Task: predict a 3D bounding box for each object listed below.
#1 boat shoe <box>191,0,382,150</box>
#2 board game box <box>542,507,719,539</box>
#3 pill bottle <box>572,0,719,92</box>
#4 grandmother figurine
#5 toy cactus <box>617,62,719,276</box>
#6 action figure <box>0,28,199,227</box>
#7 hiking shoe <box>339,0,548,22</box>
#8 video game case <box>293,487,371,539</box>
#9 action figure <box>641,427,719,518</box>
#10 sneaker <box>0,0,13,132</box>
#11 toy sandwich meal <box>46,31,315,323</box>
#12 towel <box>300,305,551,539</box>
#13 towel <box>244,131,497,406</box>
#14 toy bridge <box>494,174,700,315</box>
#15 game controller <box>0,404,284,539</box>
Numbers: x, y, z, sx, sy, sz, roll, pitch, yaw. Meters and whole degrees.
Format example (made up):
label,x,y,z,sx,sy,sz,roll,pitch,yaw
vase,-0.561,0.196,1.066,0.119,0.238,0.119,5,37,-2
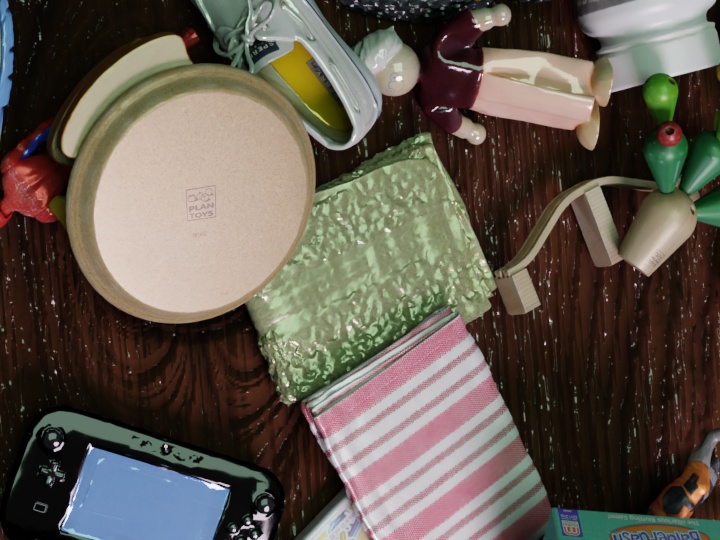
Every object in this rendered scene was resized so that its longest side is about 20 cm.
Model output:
label,x,y,z,sx,sy,sz,roll,pitch,yaw
boat shoe,-0.069,-0.162,1.317,0.074,0.086,0.202,-35,103,27
board game box,0.192,0.264,1.367,0.150,0.045,0.201,5,128,-9
pill bottle,0.212,-0.246,1.424,0.113,0.114,0.202,-14,94,-20
grandmother figurine,0.087,-0.145,1.386,0.198,0.061,0.122,7,118,-7
toy cactus,0.265,-0.066,1.419,0.166,0.102,0.200,-54,141,2
action figure,-0.186,-0.091,1.304,0.199,0.052,0.066,-37,96,-13
hiking shoe,0.076,-0.239,1.382,0.198,0.074,0.088,-8,84,0
video game case,0.008,0.269,1.386,0.200,0.023,0.182,-44,104,-16
action figure,0.238,0.237,1.456,0.192,0.105,0.201,-31,125,-12
sneaker,-0.284,-0.121,1.254,0.082,0.071,0.202,9,89,-27
toy sandwich meal,-0.127,-0.061,1.276,0.203,0.070,0.207,-11,116,-24
towel,0.054,0.147,1.378,0.146,0.030,0.201,-32,106,-21
towel,0.000,0.000,1.380,0.199,0.036,0.150,-27,100,-20
toy bridge,0.186,-0.037,1.447,0.199,0.027,0.068,-27,99,-26
game controller,-0.154,0.168,1.315,0.198,0.042,0.105,19,82,-19
